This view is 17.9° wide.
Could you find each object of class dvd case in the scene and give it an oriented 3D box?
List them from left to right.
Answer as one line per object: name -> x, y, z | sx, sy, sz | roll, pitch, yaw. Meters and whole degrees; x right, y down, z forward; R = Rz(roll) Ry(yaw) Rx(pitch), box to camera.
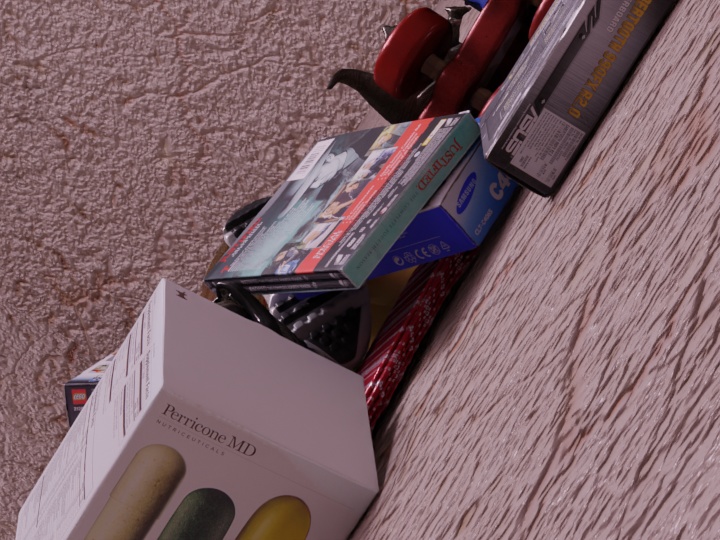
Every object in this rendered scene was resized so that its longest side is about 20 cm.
dvd case -> -0.015, -0.043, 1.555 | 0.146, 0.022, 0.200 | -52, 23, -22

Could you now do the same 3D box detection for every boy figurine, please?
boy figurine -> 0.000, 0.000, 1.771 | 0.200, 0.064, 0.124 | 147, 114, -71

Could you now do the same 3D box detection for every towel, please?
towel -> 0.014, 0.070, 1.568 | 0.200, 0.022, 0.145 | -60, 5, -18

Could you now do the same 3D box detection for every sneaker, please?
sneaker -> -0.096, 0.046, 1.570 | 0.076, 0.114, 0.199 | -52, 33, -8
sneaker -> -0.036, 0.021, 1.691 | 0.075, 0.081, 0.200 | -26, 37, -5

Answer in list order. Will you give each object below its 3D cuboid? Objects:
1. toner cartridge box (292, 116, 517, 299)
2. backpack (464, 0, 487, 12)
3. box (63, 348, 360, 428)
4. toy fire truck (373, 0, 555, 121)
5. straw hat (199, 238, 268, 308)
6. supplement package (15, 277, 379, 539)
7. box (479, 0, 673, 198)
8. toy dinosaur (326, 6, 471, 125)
toner cartridge box -> 0.024, -0.043, 1.574 | 0.200, 0.043, 0.095 | -17, 33, 50
backpack -> 0.117, -0.325, 2.149 | 0.200, 0.168, 0.163 | -111, 46, -80
box -> -0.107, 0.084, 1.701 | 0.110, 0.200, 0.035 | -37, -57, -69
toy fire truck -> 0.111, -0.170, 1.634 | 0.200, 0.112, 0.168 | -60, -17, 15
straw hat -> -0.033, 0.026, 1.918 | 0.201, 0.201, 0.085 | -56, 45, 32
supplement package -> -0.106, 0.145, 1.424 | 0.200, 0.152, 0.151 | -57, 16, 19
box -> 0.145, -0.151, 1.412 | 0.200, 0.048, 0.158 | -58, 4, 11
toy dinosaur -> 0.064, -0.141, 1.721 | 0.200, 0.077, 0.102 | -23, -66, -44
